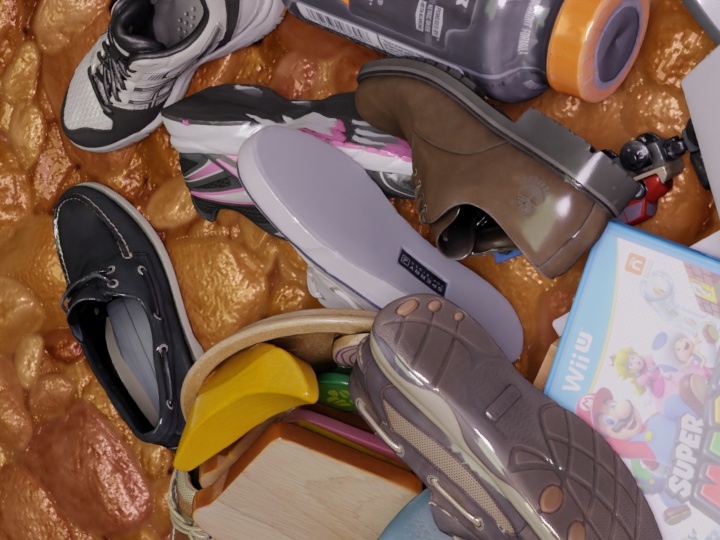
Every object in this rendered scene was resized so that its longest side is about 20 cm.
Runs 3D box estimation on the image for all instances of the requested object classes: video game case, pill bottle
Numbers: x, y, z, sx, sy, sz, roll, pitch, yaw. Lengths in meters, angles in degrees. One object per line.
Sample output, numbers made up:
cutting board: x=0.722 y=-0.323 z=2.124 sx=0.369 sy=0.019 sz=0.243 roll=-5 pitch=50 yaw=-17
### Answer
video game case: x=0.189 y=0.075 z=0.826 sx=0.199 sy=0.018 sz=0.144 roll=22 pitch=102 yaw=22
pill bottle: x=0.058 y=-0.158 z=0.924 sx=0.199 sy=0.106 sz=0.107 roll=26 pitch=107 yaw=28

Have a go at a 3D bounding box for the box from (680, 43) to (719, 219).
box: x=0.266 y=-0.050 z=0.739 sx=0.199 sy=0.106 sz=0.153 roll=-14 pitch=84 yaw=-5

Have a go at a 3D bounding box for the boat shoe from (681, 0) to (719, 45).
boat shoe: x=0.175 y=-0.193 z=0.868 sx=0.068 sy=0.074 sz=0.200 roll=-32 pitch=81 yaw=10

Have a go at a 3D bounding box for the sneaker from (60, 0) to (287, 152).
sneaker: x=-0.140 y=-0.145 z=1.065 sx=0.200 sy=0.087 sz=0.076 roll=-37 pitch=75 yaw=31

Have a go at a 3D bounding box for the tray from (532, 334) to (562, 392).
tray: x=0.173 y=0.123 z=0.883 sx=0.199 sy=0.037 sz=0.099 roll=33 pitch=126 yaw=18

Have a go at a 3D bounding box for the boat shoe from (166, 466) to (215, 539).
boat shoe: x=-0.092 y=0.139 z=1.060 sx=0.075 sy=0.074 sz=0.201 roll=24 pitch=106 yaw=29

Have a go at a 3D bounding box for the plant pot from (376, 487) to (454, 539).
plant pot: x=0.061 y=0.236 z=0.893 sx=0.196 sy=0.200 sz=0.197 roll=37 pitch=111 yaw=25

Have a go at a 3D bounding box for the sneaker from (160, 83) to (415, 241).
sneaker: x=-0.024 y=-0.059 z=1.015 sx=0.199 sy=0.080 sz=0.087 roll=11 pitch=123 yaw=30

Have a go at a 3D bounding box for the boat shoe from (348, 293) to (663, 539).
boat shoe: x=0.072 y=0.101 z=0.842 sx=0.200 sy=0.074 sz=0.073 roll=50 pitch=136 yaw=10

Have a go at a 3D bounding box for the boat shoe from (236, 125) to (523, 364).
boat shoe: x=0.000 y=0.000 z=0.956 sx=0.200 sy=0.071 sz=0.070 roll=37 pitch=134 yaw=-17

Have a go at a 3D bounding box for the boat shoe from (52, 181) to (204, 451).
boat shoe: x=-0.162 y=0.030 z=1.102 sx=0.074 sy=0.066 sz=0.200 roll=-31 pitch=77 yaw=31

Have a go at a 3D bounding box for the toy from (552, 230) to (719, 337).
toy: x=0.209 y=0.030 z=0.868 sx=0.200 sy=0.047 sz=0.116 roll=-32 pitch=89 yaw=42

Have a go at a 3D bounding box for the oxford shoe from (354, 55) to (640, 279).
oxford shoe: x=0.049 y=-0.056 z=0.878 sx=0.085 sy=0.073 sz=0.200 roll=-55 pitch=41 yaw=1

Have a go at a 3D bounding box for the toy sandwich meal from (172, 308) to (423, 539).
toy sandwich meal: x=-0.016 y=0.099 z=0.949 sx=0.204 sy=0.205 sz=0.071 roll=-24 pitch=46 yaw=32

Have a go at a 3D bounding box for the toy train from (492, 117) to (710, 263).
toy train: x=0.145 y=-0.046 z=0.920 sx=0.199 sy=0.034 sz=0.046 roll=-22 pitch=94 yaw=31
